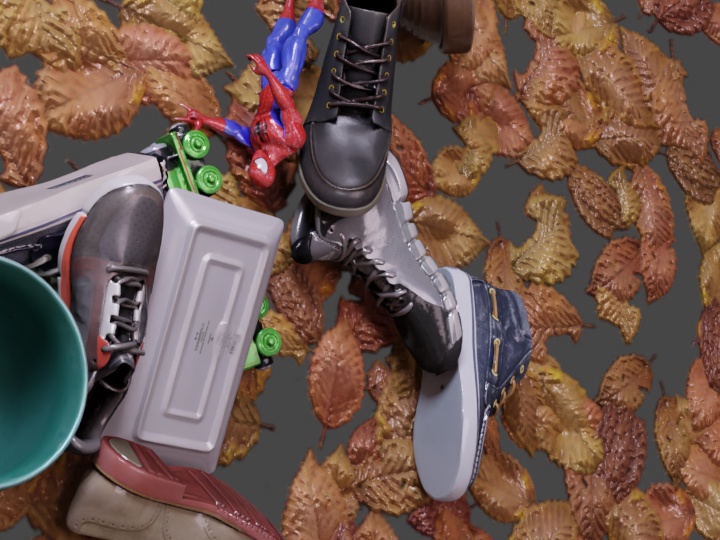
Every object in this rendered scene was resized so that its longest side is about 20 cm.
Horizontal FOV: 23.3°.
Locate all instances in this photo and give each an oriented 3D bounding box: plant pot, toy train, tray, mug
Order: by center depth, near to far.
[{"bbox_3d":[-0.280,0.078,1.116,0.185,0.114,0.153,-22,93,-41],"label":"mug"},{"bbox_3d":[-0.119,0.049,1.275,0.107,0.022,0.201,15,91,-39],"label":"tray"},{"bbox_3d":[-0.118,-0.014,1.333,0.056,0.042,0.201,-22,93,-31],"label":"toy train"},{"bbox_3d":[0.041,-0.283,1.478,0.092,0.201,0.202,-5,78,-1],"label":"plant pot"}]

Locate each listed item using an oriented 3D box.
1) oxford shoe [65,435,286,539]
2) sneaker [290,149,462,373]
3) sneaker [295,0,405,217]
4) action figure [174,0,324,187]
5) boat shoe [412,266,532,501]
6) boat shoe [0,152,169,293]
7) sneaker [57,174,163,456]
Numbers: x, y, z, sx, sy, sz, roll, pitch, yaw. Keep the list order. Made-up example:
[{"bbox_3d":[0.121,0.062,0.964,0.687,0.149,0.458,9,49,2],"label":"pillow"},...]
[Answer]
[{"bbox_3d":[-0.131,0.185,1.263,0.200,0.070,0.075,32,94,-38],"label":"oxford shoe"},{"bbox_3d":[0.000,0.000,1.415,0.115,0.075,0.201,-15,78,-37],"label":"sneaker"},{"bbox_3d":[-0.007,-0.144,1.390,0.074,0.107,0.201,7,51,-4],"label":"sneaker"},{"bbox_3d":[-0.082,-0.166,1.388,0.099,0.065,0.201,25,62,-41],"label":"action figure"},{"bbox_3d":[0.100,0.099,1.464,0.091,0.071,0.201,15,66,-32],"label":"boat shoe"},{"bbox_3d":[-0.214,-0.013,1.231,0.199,0.075,0.093,-21,109,-31],"label":"boat shoe"},{"bbox_3d":[-0.168,0.036,1.197,0.077,0.082,0.201,12,100,-43],"label":"sneaker"}]
